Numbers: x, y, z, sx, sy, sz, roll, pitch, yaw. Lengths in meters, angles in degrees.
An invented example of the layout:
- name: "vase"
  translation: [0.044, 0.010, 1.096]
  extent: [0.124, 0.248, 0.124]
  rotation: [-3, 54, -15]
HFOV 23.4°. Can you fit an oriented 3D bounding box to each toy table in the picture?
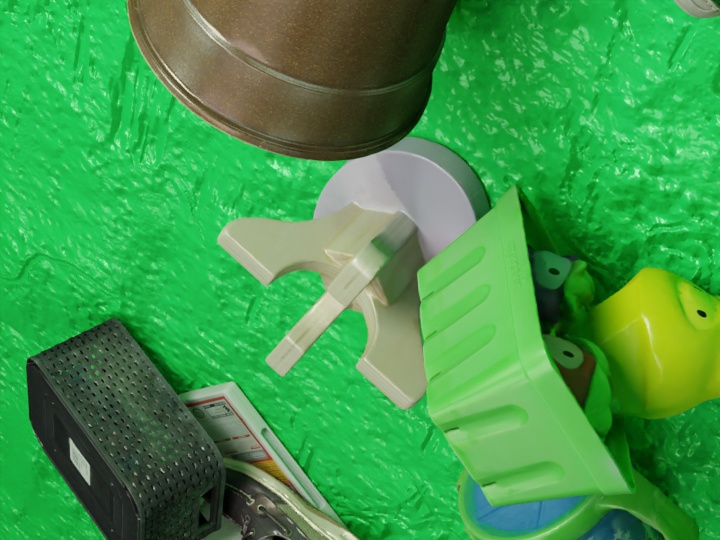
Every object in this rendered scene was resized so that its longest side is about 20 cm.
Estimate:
- name: "toy table"
  translation: [0.000, 0.000, 1.256]
  extent: [0.184, 0.117, 0.200]
  rotation: [35, 145, 10]

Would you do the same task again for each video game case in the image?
- name: "video game case"
  translation: [-0.105, 0.194, 1.641]
  extent: [0.143, 0.017, 0.200]
  rotation: [-16, 115, 50]

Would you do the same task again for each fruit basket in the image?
- name: "fruit basket"
  translation: [0.151, 0.042, 1.117]
  extent: [0.215, 0.216, 0.156]
  rotation: [0, 134, 44]

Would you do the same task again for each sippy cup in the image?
- name: "sippy cup"
  translation: [0.162, 0.187, 1.294]
  extent: [0.130, 0.140, 0.178]
  rotation: [51, -176, -30]

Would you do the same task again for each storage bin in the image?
- name: "storage bin"
  translation: [-0.218, 0.161, 1.599]
  extent: [0.200, 0.094, 0.135]
  rotation: [48, 150, 27]

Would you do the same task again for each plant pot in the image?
- name: "plant pot"
  translation: [-0.011, -0.202, 1.007]
  extent: [0.200, 0.200, 0.198]
  rotation: [39, 136, 6]

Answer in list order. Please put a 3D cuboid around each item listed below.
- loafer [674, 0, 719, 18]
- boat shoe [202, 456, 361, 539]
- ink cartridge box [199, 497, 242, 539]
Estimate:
- name: "loafer"
  translation: [0.176, -0.221, 0.896]
  extent: [0.070, 0.070, 0.200]
  rotation: [16, 137, 45]
- name: "boat shoe"
  translation: [-0.078, 0.240, 1.591]
  extent: [0.200, 0.065, 0.072]
  rotation: [30, 146, 19]
- name: "ink cartridge box"
  translation: [-0.146, 0.314, 1.730]
  extent: [0.147, 0.083, 0.200]
  rotation: [44, 152, -3]
